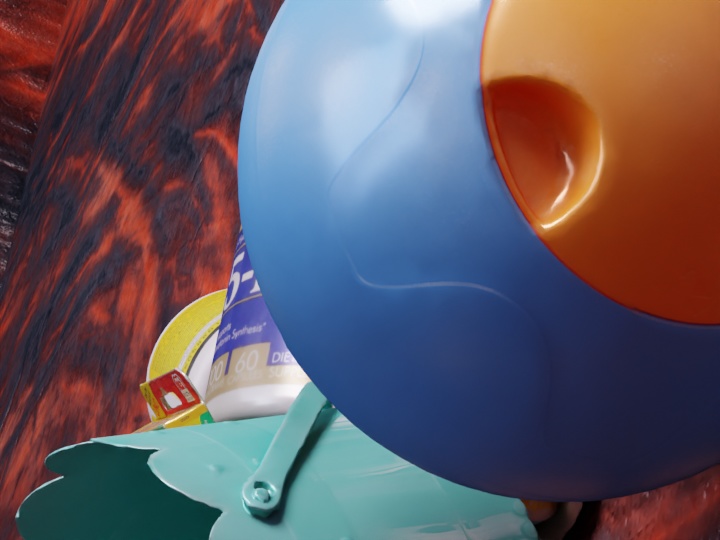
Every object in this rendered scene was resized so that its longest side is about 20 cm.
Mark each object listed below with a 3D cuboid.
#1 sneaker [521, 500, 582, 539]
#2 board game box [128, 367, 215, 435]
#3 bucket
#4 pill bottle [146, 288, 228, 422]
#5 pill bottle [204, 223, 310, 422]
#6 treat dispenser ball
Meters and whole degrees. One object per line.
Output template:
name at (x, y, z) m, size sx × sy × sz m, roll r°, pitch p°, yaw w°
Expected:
sneaker at (0.065, 0.051, 0.916) m, size 0.081 × 0.076 × 0.200 m, roll -113°, pitch 36°, yaw -54°
board game box at (-0.049, 0.138, 1.061) m, size 0.200 × 0.030 × 0.096 m, roll 63°, pitch 162°, yaw 0°
bucket at (-0.028, 0.143, 0.874) m, size 0.207 × 0.135 × 0.208 m, roll 21°, pitch 116°, yaw 54°
pill bottle at (-0.054, 0.065, 1.258) m, size 0.200 × 0.111 × 0.112 m, roll -168°, pitch 95°, yaw -76°
pill bottle at (0.000, 0.000, 1.110) m, size 0.120 × 0.119 × 0.200 m, roll 132°, pitch 151°, yaw -60°
treat dispenser ball at (0.062, -0.030, 0.733) m, size 0.201 × 0.200 × 0.201 m, roll -163°, pitch 90°, yaw -76°
